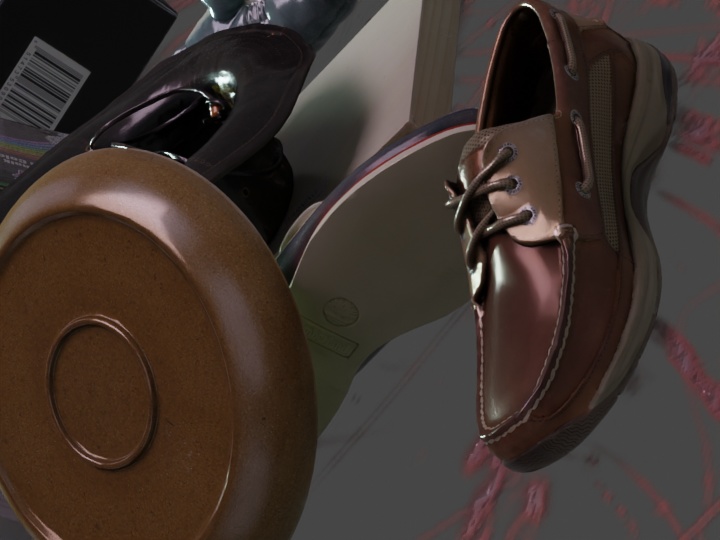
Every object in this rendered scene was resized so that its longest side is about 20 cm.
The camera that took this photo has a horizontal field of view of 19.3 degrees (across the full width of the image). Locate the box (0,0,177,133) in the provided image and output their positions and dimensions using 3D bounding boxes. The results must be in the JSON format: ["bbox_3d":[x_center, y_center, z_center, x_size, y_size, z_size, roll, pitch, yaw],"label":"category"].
[{"bbox_3d":[-0.251,-0.157,1.589,0.201,0.123,0.197,-56,22,6],"label":"box"}]

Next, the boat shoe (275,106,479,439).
[{"bbox_3d":[0.000,0.000,0.872,0.200,0.071,0.063,-50,18,32],"label":"boat shoe"}]

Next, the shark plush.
[{"bbox_3d":[-0.076,-0.104,1.201,0.200,0.091,0.083,-49,52,10],"label":"shark plush"}]

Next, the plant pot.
[{"bbox_3d":[-0.102,0.050,0.891,0.027,0.201,0.200,-14,-23,-52],"label":"plant pot"}]

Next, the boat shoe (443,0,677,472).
[{"bbox_3d":[0.060,-0.018,0.746,0.076,0.072,0.201,-40,27,40],"label":"boat shoe"}]

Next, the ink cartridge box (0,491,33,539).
[{"bbox_3d":[-0.218,0.106,1.136,0.068,0.114,0.200,-62,19,15],"label":"ink cartridge box"}]

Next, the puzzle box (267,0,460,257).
[{"bbox_3d":[-0.023,-0.047,1.048,0.200,0.025,0.134,-43,25,35],"label":"puzzle box"}]

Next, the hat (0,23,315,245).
[{"bbox_3d":[-0.092,-0.031,1.017,0.199,0.081,0.201,-25,27,14],"label":"hat"}]

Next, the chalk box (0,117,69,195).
[{"bbox_3d":[-0.174,0.007,1.137,0.200,0.123,0.125,-122,48,-69],"label":"chalk box"}]
